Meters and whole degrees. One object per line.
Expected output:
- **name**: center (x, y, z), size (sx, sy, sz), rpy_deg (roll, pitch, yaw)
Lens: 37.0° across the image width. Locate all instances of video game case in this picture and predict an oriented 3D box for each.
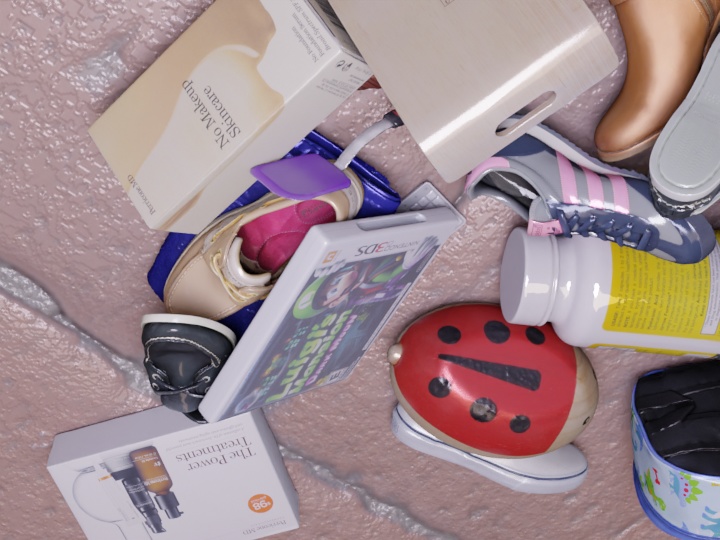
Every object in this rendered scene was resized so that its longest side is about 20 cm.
- **video game case**: center (-0.023, 0.035, 0.881), size (0.023, 0.182, 0.200), rpy_deg (48, 122, 22)

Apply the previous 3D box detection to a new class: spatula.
- **spatula**: center (0.010, -0.103, 0.829), size (0.200, 0.056, 0.021), rpy_deg (-32, 140, -22)

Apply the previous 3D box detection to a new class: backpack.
- **backpack**: center (0.348, 0.173, 0.972), size (0.199, 0.183, 0.147), rpy_deg (-3, 119, 4)

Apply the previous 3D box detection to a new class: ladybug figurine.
- **ladybug figurine**: center (0.121, 0.095, 0.946), size (0.199, 0.072, 0.136), rpy_deg (11, 78, -9)

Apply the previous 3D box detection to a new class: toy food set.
- **toy food set**: center (0.069, -0.183, 0.763), size (0.143, 0.200, 0.060), rpy_deg (-34, 160, 11)

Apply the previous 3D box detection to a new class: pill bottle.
- **pill bottle**: center (0.225, 0.013, 0.913), size (0.199, 0.111, 0.112), rpy_deg (5, 119, -7)

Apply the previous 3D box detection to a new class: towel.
- **towel**: center (-0.076, -0.028, 0.905), size (0.147, 0.050, 0.200), rpy_deg (34, 114, -4)

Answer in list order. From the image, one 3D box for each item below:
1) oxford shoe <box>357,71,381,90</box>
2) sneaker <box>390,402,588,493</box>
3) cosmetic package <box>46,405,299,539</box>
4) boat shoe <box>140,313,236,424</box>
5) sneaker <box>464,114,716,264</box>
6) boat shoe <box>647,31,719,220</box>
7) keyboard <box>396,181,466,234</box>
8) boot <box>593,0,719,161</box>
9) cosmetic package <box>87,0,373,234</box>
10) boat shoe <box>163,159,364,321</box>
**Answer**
- **oxford shoe**: center (0.057, -0.192, 0.824), size (0.199, 0.071, 0.074), rpy_deg (-18, 89, 12)
- **sneaker**: center (0.130, 0.152, 1.008), size (0.199, 0.073, 0.071), rpy_deg (17, 120, -13)
- **cosmetic package**: center (-0.174, 0.203, 1.031), size (0.199, 0.052, 0.151), rpy_deg (-16, 122, 5)
- **boat shoe**: center (-0.143, 0.087, 0.892), size (0.074, 0.066, 0.199), rpy_deg (6, 162, -3)
- **sneaker**: center (0.174, -0.044, 0.844), size (0.200, 0.082, 0.070), rpy_deg (29, 152, 21)
- **boat shoe**: center (0.275, -0.124, 0.791), size (0.200, 0.076, 0.060), rpy_deg (-46, 159, -9)
- **keyboard**: center (0.000, 0.000, 0.949), size (0.200, 0.011, 0.056), rpy_deg (-38, 115, 17)
- **boot**: center (0.212, -0.196, 0.818), size (0.155, 0.074, 0.200), rpy_deg (37, 99, -23)
- **cosmetic package**: center (-0.098, -0.128, 0.809), size (0.200, 0.071, 0.105), rpy_deg (-41, 74, 17)
- **boat shoe**: center (-0.086, -0.013, 0.848), size (0.200, 0.069, 0.074), rpy_deg (-38, 102, 21)
